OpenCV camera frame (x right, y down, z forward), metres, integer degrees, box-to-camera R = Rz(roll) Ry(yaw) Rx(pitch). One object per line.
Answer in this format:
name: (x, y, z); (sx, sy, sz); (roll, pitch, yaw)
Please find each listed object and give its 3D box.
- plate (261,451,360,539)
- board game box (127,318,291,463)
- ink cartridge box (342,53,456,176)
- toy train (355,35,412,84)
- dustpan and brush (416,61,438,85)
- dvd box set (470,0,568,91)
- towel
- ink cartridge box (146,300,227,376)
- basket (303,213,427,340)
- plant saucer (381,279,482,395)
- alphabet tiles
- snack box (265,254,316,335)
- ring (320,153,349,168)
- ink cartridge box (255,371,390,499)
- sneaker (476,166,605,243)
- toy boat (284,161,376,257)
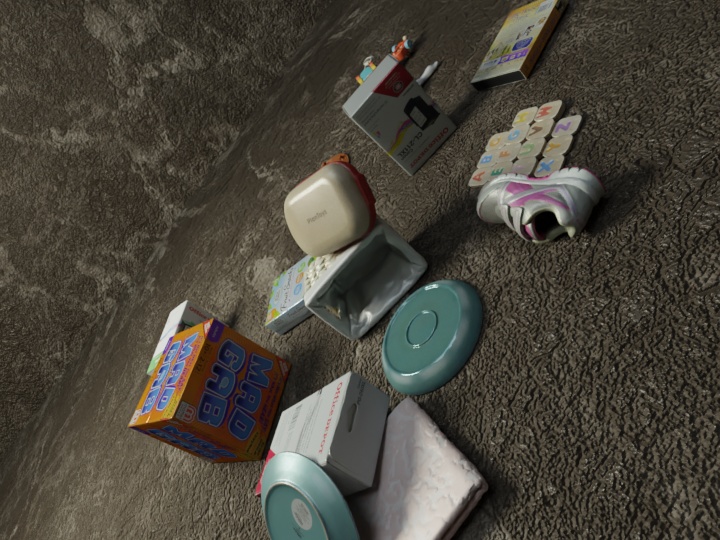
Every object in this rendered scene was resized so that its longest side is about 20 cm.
plate: (-0.077, 0.342, 0.715); (0.199, 0.025, 0.203); (11, 107, 42)
board game box: (-0.298, 0.248, 1.085); (0.199, 0.199, 0.202); (-22, 42, 43)
ink cartridge box: (0.085, -0.323, 1.141); (0.146, 0.199, 0.083); (-45, 33, 14)
toy train: (0.075, -0.607, 1.613); (0.199, 0.056, 0.151); (0, 57, 52)
dustpan and brush: (0.125, -0.464, 1.396); (0.201, 0.057, 0.140); (-55, 30, 11)
dvd box set: (0.325, -0.469, 1.118); (0.146, 0.029, 0.202); (11, 69, 59)
towel: (0.054, 0.289, 0.702); (0.192, 0.032, 0.200); (-55, 28, 1)
ink cartridge box: (-0.438, 0.201, 1.396); (0.084, 0.144, 0.202); (-32, 35, 31)
basket: (0.000, 0.000, 0.986); (0.200, 0.135, 0.124); (-46, 27, 10)
plant saucer: (0.101, 0.095, 0.847); (0.199, 0.027, 0.202); (-36, 34, 28)
alphabet tiles: (0.274, -0.202, 0.925); (0.195, 0.015, 0.202); (4, 62, 57)
snack box: (-0.124, 0.038, 1.209); (0.199, 0.053, 0.143); (-34, 33, 31)
ring: (-0.107, -0.251, 1.527); (0.200, 0.019, 0.202); (-36, 33, 28)
ink cartridge box: (-0.056, 0.259, 0.802); (0.200, 0.083, 0.146); (-38, 24, 40)
sneaker: (0.242, -0.087, 0.780); (0.199, 0.081, 0.089); (-2, 55, 55)
toy boat: (-0.039, -0.110, 0.941); (0.199, 0.132, 0.130); (-23, 4, 45)
